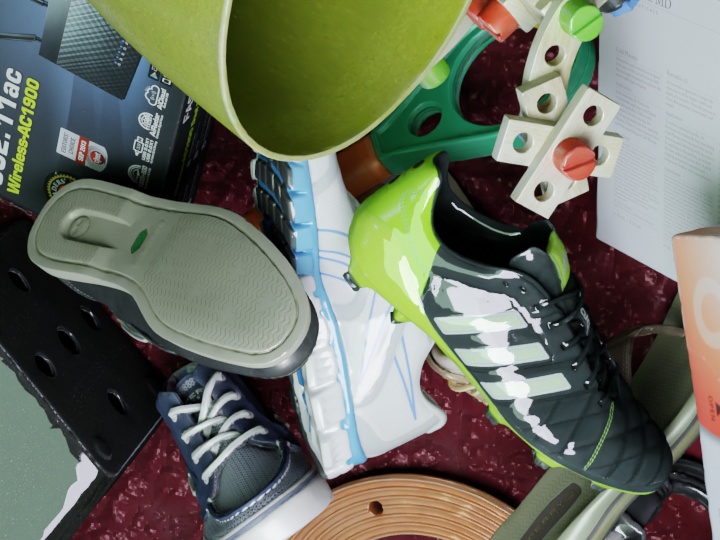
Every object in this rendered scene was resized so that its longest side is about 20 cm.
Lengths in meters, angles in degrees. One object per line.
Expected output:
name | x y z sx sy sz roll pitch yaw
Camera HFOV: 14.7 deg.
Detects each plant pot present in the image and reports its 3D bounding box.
plant pot | -0.221 0.087 1.511 0.177 0.200 0.200 -37 95 19
plant pot | -0.070 -0.175 1.248 0.200 0.187 0.187 31 122 29

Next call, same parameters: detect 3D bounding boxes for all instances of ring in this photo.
ring | 0.040 0.201 1.551 0.200 0.019 0.201 9 115 18

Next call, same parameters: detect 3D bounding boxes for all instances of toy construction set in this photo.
toy construction set | 0.061 -0.118 1.322 0.131 0.200 0.092 -43 137 -1

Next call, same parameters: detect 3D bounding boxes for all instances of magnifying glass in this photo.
magnifying glass | 0.028 -0.068 1.395 0.200 0.080 0.022 -30 139 15

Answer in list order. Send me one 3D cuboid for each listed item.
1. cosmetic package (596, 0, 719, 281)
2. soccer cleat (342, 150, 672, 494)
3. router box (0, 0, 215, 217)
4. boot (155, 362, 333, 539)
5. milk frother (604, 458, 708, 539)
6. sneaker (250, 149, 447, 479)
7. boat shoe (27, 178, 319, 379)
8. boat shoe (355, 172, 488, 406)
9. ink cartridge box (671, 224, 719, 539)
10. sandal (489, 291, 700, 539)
cosmetic package | 0.185 -0.059 1.301 0.200 0.052 0.151 33 132 53
soccer cleat | 0.082 0.028 1.314 0.200 0.068 0.081 41 120 -10
router box | -0.146 -0.116 1.435 0.150 0.062 0.200 26 133 10
boot | -0.071 0.096 1.454 0.073 0.200 0.090 -36 96 -4
milk frother | 0.218 0.127 1.359 0.200 0.181 0.188 29 122 1
sneaker | 0.000 0.000 1.377 0.087 0.075 0.200 -14 115 -10
boat shoe | -0.082 0.009 1.376 0.200 0.072 0.068 23 162 47
boat shoe | 0.059 0.031 1.441 0.074 0.069 0.200 -39 95 30
ink cartridge box | 0.215 0.063 1.195 0.200 0.050 0.162 7 108 63
sandal | 0.121 0.076 1.392 0.057 0.080 0.201 38 90 -19
